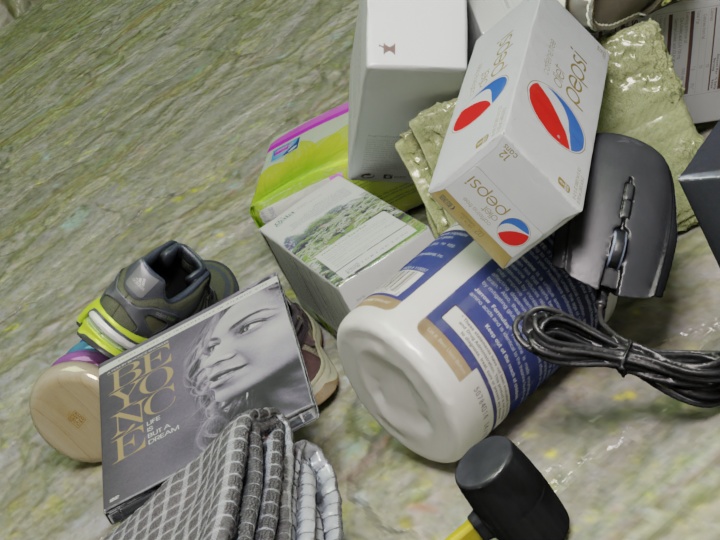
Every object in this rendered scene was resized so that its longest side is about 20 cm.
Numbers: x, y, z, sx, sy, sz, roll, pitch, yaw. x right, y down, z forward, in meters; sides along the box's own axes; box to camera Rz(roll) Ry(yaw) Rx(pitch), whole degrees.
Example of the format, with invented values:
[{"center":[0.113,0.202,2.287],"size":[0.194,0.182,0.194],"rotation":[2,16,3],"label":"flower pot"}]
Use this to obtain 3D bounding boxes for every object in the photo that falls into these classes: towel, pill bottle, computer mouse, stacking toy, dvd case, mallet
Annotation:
[{"center":[-0.094,0.183,0.901],"size":[0.165,0.086,0.201],"rotation":[-41,20,18],"label":"towel"},{"center":[0.089,0.017,1.023],"size":[0.200,0.112,0.111],"rotation":[-39,25,-25],"label":"pill bottle"},{"center":[0.175,-0.012,0.955],"size":[0.139,0.046,0.201],"rotation":[20,46,3],"label":"computer mouse"},{"center":[-0.189,0.065,1.311],"size":[0.085,0.086,0.200],"rotation":[-20,22,23],"label":"stacking toy"},{"center":[-0.108,0.079,1.100],"size":[0.148,0.016,0.200],"rotation":[-28,25,3],"label":"dvd case"},{"center":[0.016,0.163,0.876],"size":[0.199,0.066,0.041],"rotation":[-32,24,-3],"label":"mallet"},{"center":[0.135,-0.071,1.116],"size":[0.198,0.150,0.036],"rotation":[-24,4,14],"label":"towel"}]

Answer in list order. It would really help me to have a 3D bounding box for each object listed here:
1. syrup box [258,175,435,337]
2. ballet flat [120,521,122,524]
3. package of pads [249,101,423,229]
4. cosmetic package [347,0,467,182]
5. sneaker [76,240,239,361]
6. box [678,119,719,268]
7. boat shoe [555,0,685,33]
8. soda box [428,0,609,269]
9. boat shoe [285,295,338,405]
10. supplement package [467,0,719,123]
[{"center":[0.000,0.000,1.204],"size":[0.078,0.082,0.200],"rotation":[-33,21,-10],"label":"syrup box"},{"center":[-0.136,0.123,1.143],"size":[0.067,0.064,0.200],"rotation":[-26,23,8],"label":"ballet flat"},{"center":[0.006,-0.096,1.408],"size":[0.198,0.069,0.155],"rotation":[-24,23,16],"label":"package of pads"},{"center":[0.031,-0.148,1.194],"size":[0.070,0.103,0.200],"rotation":[2,-19,-3],"label":"cosmetic package"},{"center":[-0.138,0.018,1.272],"size":[0.081,0.074,0.200],"rotation":[-52,-8,20],"label":"sneaker"},{"center":[0.280,-0.053,0.893],"size":[0.104,0.149,0.200],"rotation":[-5,33,45],"label":"box"},{"center":[0.204,-0.214,1.106],"size":[0.060,0.073,0.201],"rotation":[24,47,32],"label":"boat shoe"},{"center":[0.099,-0.091,0.991],"size":[0.064,0.068,0.201],"rotation":[-38,18,31],"label":"soda box"},{"center":[-0.069,0.046,1.216],"size":[0.071,0.065,0.200],"rotation":[-31,23,-2],"label":"boat shoe"},{"center":[0.172,-0.172,1.198],"size":[0.198,0.110,0.114],"rotation":[-10,42,-6],"label":"supplement package"}]
